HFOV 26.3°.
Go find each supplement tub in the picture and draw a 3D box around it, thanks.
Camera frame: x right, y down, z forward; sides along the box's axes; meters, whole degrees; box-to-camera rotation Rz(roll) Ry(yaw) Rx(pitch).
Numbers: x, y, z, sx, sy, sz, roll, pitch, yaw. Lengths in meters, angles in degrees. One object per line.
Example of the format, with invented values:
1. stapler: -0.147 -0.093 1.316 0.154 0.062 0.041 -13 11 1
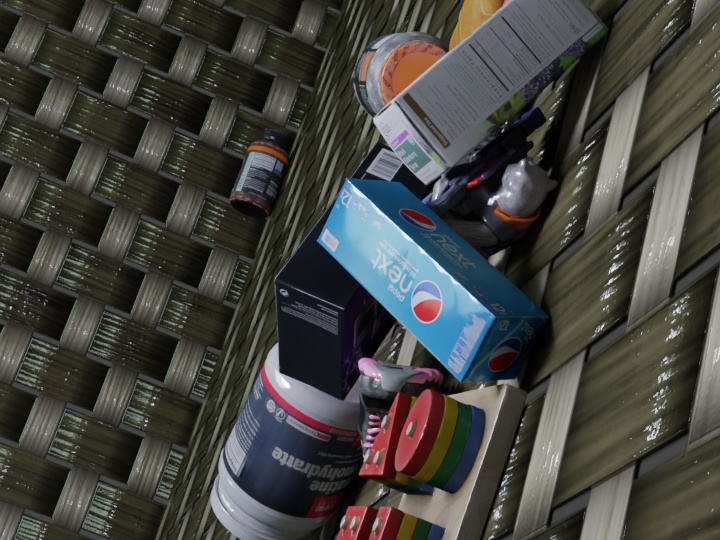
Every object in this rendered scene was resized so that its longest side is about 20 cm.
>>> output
1. supplement tub: -0.066 0.183 1.624 0.141 0.140 0.201 -87 21 -63
2. supplement tub: 0.060 -0.239 1.937 0.200 0.122 0.123 -127 60 -79
3. supplement tub: -0.232 -0.232 3.646 0.107 0.107 0.201 138 153 -69

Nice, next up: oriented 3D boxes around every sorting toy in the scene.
1. sorting toy: 0.041 0.183 1.232 0.200 0.069 0.200 147 144 -75

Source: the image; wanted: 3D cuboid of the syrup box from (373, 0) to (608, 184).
1. syrup box: 0.113 -0.170 1.354 0.200 0.082 0.079 -42 2 -15

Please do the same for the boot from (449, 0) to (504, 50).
1. boot: 0.155 -0.297 1.740 0.202 0.070 0.144 117 164 -45

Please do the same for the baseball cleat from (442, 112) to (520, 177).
1. baseball cleat: 0.128 -0.157 1.525 0.106 0.069 0.201 137 153 -69

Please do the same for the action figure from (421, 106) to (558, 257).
1. action figure: 0.118 -0.054 1.383 0.200 0.105 0.193 -42 1 -33

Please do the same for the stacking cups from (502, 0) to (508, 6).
1. stacking cups: 0.202 -0.345 1.602 0.061 0.060 0.201 -87 18 -64

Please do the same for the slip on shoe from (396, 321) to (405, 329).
1. slip on shoe: 0.041 0.019 1.642 0.074 0.061 0.200 -66 11 1

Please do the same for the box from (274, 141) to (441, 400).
1. box: 0.000 0.000 1.465 0.200 0.079 0.141 -55 -19 -35

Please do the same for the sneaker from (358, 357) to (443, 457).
1. sneaker: 0.027 0.135 1.399 0.200 0.079 0.096 83 -161 -77

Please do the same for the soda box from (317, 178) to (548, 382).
1. soda box: 0.055 0.005 1.235 0.200 0.068 0.064 45 120 36
